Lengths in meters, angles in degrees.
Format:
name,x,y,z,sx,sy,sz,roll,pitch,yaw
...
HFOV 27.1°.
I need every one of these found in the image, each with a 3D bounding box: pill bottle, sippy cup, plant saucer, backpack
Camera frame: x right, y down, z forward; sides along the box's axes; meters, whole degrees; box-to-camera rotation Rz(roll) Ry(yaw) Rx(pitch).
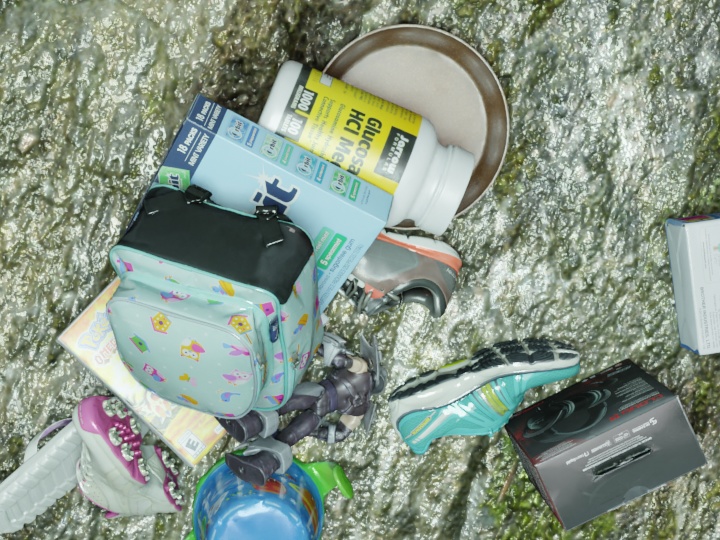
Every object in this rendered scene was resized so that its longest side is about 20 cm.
name,x,y,z,sx,sy,sz,roll,pitch,yaw
pill bottle,0.000,-0.109,1.398,0.200,0.112,0.113,22,95,-6
sippy cup,-0.099,0.253,1.457,0.139,0.130,0.178,24,95,-6
plant saucer,0.046,-0.141,1.470,0.200,0.034,0.201,0,97,-3
backpack,-0.125,0.043,1.325,0.175,0.200,0.154,13,60,16

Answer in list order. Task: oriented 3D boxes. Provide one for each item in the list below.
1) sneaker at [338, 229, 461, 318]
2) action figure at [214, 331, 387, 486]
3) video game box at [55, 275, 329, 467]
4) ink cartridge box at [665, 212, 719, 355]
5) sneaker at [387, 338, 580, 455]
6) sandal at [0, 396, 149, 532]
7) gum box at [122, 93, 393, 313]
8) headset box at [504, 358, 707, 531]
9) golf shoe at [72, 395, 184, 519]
name,x,y,z,sx,sy,sz,roll,pitch,yaw
sneaker,0.000,0.000,1.449,0.200,0.077,0.082,11,67,-6
action figure,-0.046,0.128,1.449,0.200,0.069,0.130,-25,122,-37
video game box,-0.161,0.057,1.451,0.182,0.047,0.200,44,77,-5
ink cartridge box,0.417,0.002,1.492,0.199,0.076,0.137,-8,98,-2
sneaker,0.127,0.124,1.493,0.200,0.078,0.080,-21,103,9
sandal,-0.295,0.177,1.471,0.202,0.083,0.050,-37,54,-7
gum box,-0.096,-0.048,1.371,0.200,0.045,0.170,26,132,-10
headset box,0.232,0.166,1.436,0.149,0.200,0.077,-26,98,0
golf shoe,-0.239,0.188,1.424,0.091,0.075,0.200,-18,143,7
